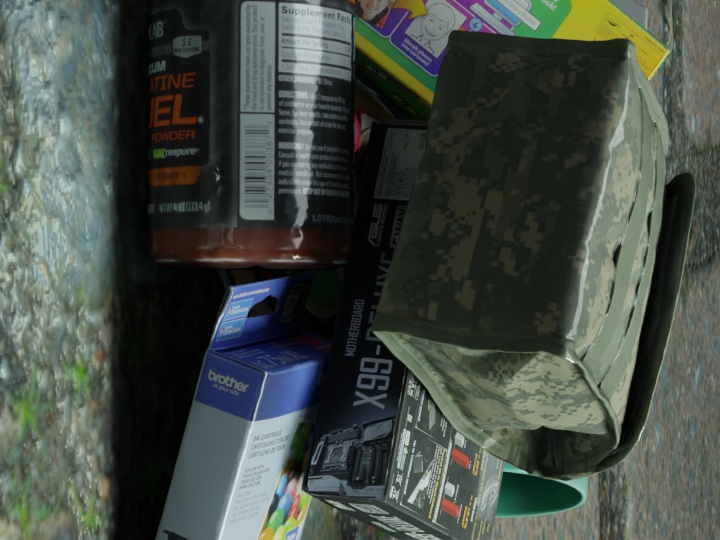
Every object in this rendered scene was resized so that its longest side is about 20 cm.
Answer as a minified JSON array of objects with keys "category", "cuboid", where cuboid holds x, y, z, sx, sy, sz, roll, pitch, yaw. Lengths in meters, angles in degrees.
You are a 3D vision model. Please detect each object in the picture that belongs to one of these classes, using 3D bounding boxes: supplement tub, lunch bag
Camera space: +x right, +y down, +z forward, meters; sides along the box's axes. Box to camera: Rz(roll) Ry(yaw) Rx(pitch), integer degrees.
[{"category":"supplement tub","cuboid":[-0.055,-0.101,0.956,0.107,0.106,0.202,4,86,-70]},{"category":"lunch bag","cuboid":[0.100,0.001,0.958,0.200,0.117,0.165,51,50,-59]}]

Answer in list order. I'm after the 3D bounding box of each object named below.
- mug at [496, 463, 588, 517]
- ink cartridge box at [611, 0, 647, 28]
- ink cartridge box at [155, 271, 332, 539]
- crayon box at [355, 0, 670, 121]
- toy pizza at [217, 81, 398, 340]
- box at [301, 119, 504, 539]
[{"category":"mug","cuboid":[0.084,0.086,1.224,0.151,0.184,0.116,23,63,-45]},{"category":"ink cartridge box","cuboid":[0.115,-0.086,1.290,0.145,0.083,0.201,-76,-170,-56]},{"category":"ink cartridge box","cuboid":[-0.056,0.104,0.966,0.119,0.042,0.202,-8,113,-69]},{"category":"crayon box","cuboid":[0.067,-0.139,1.118,0.119,0.199,0.058,-53,-175,-10]},{"category":"toy pizza","cuboid":[-0.007,-0.024,1.075,0.199,0.032,0.202,20,62,-42]},{"category":"box","cuboid":[0.040,0.040,1.026,0.158,0.049,0.202,37,61,-61]}]
